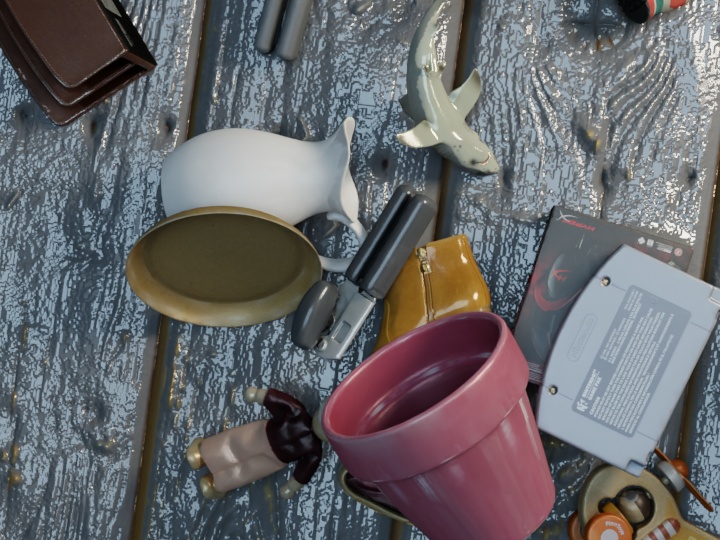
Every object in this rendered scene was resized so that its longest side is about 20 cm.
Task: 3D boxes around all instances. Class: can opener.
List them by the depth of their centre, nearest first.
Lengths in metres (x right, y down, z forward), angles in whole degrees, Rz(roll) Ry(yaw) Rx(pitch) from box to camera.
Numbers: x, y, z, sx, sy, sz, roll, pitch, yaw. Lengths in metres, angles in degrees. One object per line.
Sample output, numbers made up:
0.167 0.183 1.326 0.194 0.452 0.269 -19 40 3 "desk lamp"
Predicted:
0.000 0.000 1.366 0.053 0.067 0.200 34 94 42 "can opener"
-0.062 -0.323 1.419 0.053 0.066 0.200 19 100 9 "can opener"

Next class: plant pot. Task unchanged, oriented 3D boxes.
0.089 0.166 1.270 0.200 0.200 0.179 -29 108 6 "plant pot"
-0.139 -0.007 1.369 0.200 0.200 0.028 -9 54 7 "plant pot"

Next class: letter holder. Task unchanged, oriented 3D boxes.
-0.339 -0.272 1.431 0.142 0.101 0.200 -32 85 8 "letter holder"

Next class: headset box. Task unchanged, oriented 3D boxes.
0.235 0.051 1.359 0.148 0.075 0.200 18 91 6 "headset box"

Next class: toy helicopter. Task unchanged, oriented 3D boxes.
0.318 0.255 1.357 0.200 0.079 0.133 25 83 -3 "toy helicopter"

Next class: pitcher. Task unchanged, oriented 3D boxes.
-0.095 -0.068 1.393 0.199 0.121 0.172 -6 116 9 "pitcher"

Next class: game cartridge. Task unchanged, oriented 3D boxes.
0.254 0.083 1.301 0.133 0.040 0.200 26 92 1 "game cartridge"

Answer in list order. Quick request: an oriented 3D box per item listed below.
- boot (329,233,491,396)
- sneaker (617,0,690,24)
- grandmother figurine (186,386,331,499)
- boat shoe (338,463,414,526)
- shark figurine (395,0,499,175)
0.040 0.053 1.397 0.201 0.071 0.144 -22 75 12 "boot"
0.290 -0.357 1.373 0.093 0.070 0.200 -19 84 -11 "sneaker"
-0.084 0.173 1.382 0.200 0.061 0.121 -20 105 24 "grandmother figurine"
0.070 0.237 1.381 0.199 0.066 0.074 11 90 7 "boat shoe"
0.069 -0.200 1.390 0.128 0.089 0.215 -10 96 -26 "shark figurine"
